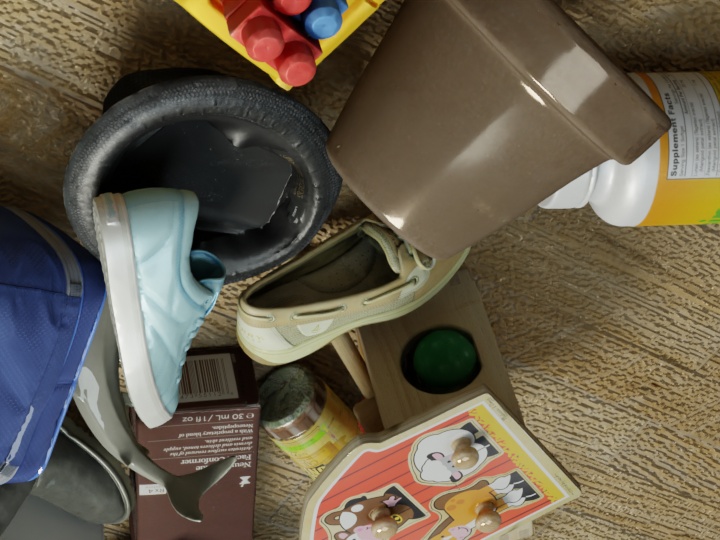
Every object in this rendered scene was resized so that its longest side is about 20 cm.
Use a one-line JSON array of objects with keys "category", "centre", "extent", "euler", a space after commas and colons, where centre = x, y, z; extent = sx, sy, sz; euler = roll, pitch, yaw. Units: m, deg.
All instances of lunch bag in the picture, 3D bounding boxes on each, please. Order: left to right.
[{"category": "lunch bag", "centre": [-0.267, 0.057, 1.181], "extent": [0.132, 0.136, 0.201], "euler": [8, 108, -50]}]

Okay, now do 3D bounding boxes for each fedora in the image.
[{"category": "fedora", "centre": [-0.113, -0.079, 1.175], "extent": [0.199, 0.092, 0.201], "euler": [-12, 136, -12]}]

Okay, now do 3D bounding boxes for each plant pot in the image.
[{"category": "plant pot", "centre": [0.076, -0.104, 1.118], "extent": [0.175, 0.200, 0.200], "euler": [-47, 126, 12]}]

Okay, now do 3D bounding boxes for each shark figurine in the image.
[{"category": "shark figurine", "centre": [-0.188, 0.093, 1.255], "extent": [0.128, 0.216, 0.089], "euler": [-21, 178, 20]}]

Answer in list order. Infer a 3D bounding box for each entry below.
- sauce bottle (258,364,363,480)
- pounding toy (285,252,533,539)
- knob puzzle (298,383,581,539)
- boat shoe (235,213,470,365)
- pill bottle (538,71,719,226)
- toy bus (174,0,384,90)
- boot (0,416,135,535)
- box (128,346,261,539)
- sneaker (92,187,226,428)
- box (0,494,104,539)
[{"category": "sauce bottle", "centre": [-0.012, 0.156, 1.425], "extent": [0.065, 0.065, 0.200], "euler": [-32, 129, 13]}, {"category": "pounding toy", "centre": [0.039, 0.096, 1.326], "extent": [0.141, 0.185, 0.201], "euler": [-14, 140, -3]}, {"category": "knob puzzle", "centre": [0.044, 0.175, 1.250], "extent": [0.218, 0.031, 0.220], "euler": [-10, 140, -8]}, {"category": "boat shoe", "centre": [-0.002, -0.002, 1.254], "extent": [0.200, 0.073, 0.063], "euler": [-25, 152, -17]}, {"category": "pill bottle", "centre": [0.226, -0.089, 1.246], "extent": [0.199, 0.111, 0.112], "euler": [-2, 130, -13]}, {"category": "toy bus", "centre": [-0.075, -0.201, 1.018], "extent": [0.136, 0.193, 0.200], "euler": [-39, 127, 21]}, {"category": "boot", "centre": [-0.273, 0.189, 1.277], "extent": [0.072, 0.200, 0.182], "euler": [-29, 115, 37]}, {"category": "box", "centre": [-0.138, 0.160, 1.390], "extent": [0.099, 0.075, 0.201], "euler": [-4, 132, -11]}, {"category": "sneaker", "centre": [-0.127, 0.028, 1.151], "extent": [0.081, 0.074, 0.201], "euler": [-11, 136, -9]}, {"category": "box", "centre": [-0.325, 0.236, 1.372], "extent": [0.199, 0.107, 0.152], "euler": [18, 130, -27]}]
